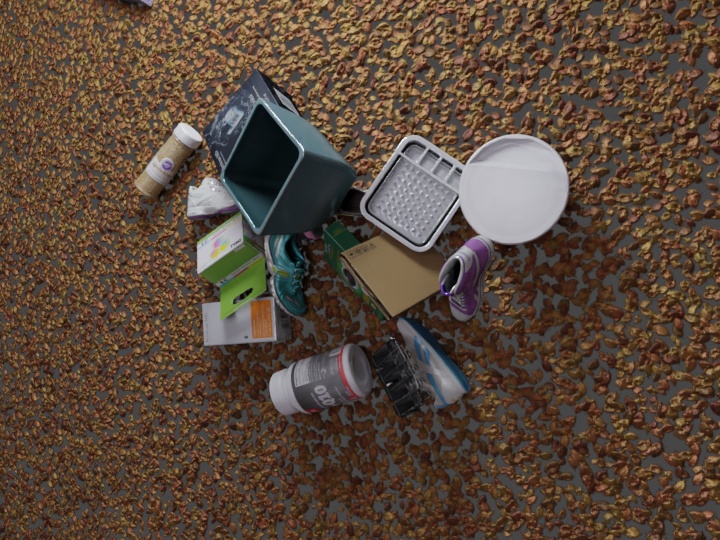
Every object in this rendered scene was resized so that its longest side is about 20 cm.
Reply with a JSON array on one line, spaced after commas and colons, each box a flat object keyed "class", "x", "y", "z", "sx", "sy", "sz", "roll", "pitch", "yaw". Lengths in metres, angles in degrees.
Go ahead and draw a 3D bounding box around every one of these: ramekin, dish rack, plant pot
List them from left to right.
[{"class": "plant pot", "x": -0.127, "y": -0.192, "z": 1.265, "sx": 0.196, "sy": 0.199, "sz": 0.197, "roll": -56, "pitch": 52, "yaw": 25}, {"class": "dish rack", "x": 0.082, "y": 0.203, "z": 1.214, "sx": 0.054, "sy": 0.200, "sz": 0.154, "roll": -23, "pitch": 75, "yaw": -19}, {"class": "dish rack", "x": 0.113, "y": -0.152, "z": 1.264, "sx": 0.171, "sy": 0.044, "sz": 0.200, "roll": 34, "pitch": 85, "yaw": 6}, {"class": "ramekin", "x": 0.290, "y": -0.146, "z": 1.181, "sx": 0.201, "sy": 0.094, "sz": 0.204, "roll": -1, "pitch": 87, "yaw": 17}]

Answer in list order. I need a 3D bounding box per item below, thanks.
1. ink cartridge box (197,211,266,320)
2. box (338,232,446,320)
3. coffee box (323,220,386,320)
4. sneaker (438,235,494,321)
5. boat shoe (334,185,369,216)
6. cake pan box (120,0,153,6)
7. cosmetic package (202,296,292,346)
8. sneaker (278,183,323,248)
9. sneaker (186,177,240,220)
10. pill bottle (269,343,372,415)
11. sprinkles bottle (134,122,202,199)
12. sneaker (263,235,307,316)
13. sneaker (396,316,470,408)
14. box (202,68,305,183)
[{"class": "ink cartridge box", "x": -0.290, "y": -0.012, "z": 1.409, "sx": 0.147, "sy": 0.076, "sz": 0.201, "roll": -32, "pitch": 44, "yaw": 20}, {"class": "box", "x": 0.080, "y": -0.004, "z": 1.234, "sx": 0.164, "sy": 0.199, "sz": 0.021, "roll": 51, "pitch": 141, "yaw": 17}, {"class": "coffee box", "x": 0.000, "y": 0.000, "z": 1.300, "sx": 0.044, "sy": 0.123, "sz": 0.200, "roll": -36, "pitch": 68, "yaw": -20}, {"class": "sneaker", "x": 0.180, "y": 0.034, "z": 1.179, "sx": 0.072, "sy": 0.114, "sz": 0.201, "roll": 31, "pitch": 138, "yaw": 30}, {"class": "boat shoe", "x": -0.027, "y": -0.152, "z": 1.352, "sx": 0.199, "sy": 0.059, "sz": 0.072, "roll": 13, "pitch": 93, "yaw": 24}, {"class": "cake pan box", "x": -0.602, "y": -0.812, "z": 1.657, "sx": 0.183, "sy": 0.052, "sz": 0.201, "roll": 23, "pitch": 96, "yaw": 26}, {"class": "cosmetic package", "x": -0.261, "y": 0.117, "z": 1.437, "sx": 0.199, "sy": 0.071, "sz": 0.102, "roll": -8, "pitch": 84, "yaw": 24}, {"class": "sneaker", "x": -0.167, "y": -0.135, "z": 1.415, "sx": 0.095, "sy": 0.079, "sz": 0.201, "roll": -39, "pitch": 71, "yaw": 30}, {"class": "sneaker", "x": -0.334, "y": -0.178, "z": 1.484, "sx": 0.199, "sy": 0.075, "sz": 0.100, "roll": -6, "pitch": 86, "yaw": 24}, {"class": "pill bottle", "x": -0.085, "y": 0.236, "z": 1.327, "sx": 0.199, "sy": 0.114, "sz": 0.115, "roll": -22, "pitch": 78, "yaw": 22}, {"class": "sprinkles bottle", "x": -0.479, "y": -0.271, "z": 1.560, "sx": 0.200, "sy": 0.068, "sz": 0.068, "roll": -46, "pitch": 71, "yaw": 16}, {"class": "sneaker", "x": -0.155, "y": 0.005, "z": 1.371, "sx": 0.079, "sy": 0.077, "sz": 0.201, "roll": -7, "pitch": 103, "yaw": 30}, {"class": "sneaker", "x": 0.129, "y": 0.180, "z": 1.256, "sx": 0.081, "sy": 0.076, "sz": 0.200, "roll": -43, "pitch": 70, "yaw": 18}, {"class": "box", "x": -0.228, "y": -0.300, "z": 1.385, "sx": 0.200, "sy": 0.117, "sz": 0.197, "roll": -45, "pitch": 46, "yaw": 15}]
